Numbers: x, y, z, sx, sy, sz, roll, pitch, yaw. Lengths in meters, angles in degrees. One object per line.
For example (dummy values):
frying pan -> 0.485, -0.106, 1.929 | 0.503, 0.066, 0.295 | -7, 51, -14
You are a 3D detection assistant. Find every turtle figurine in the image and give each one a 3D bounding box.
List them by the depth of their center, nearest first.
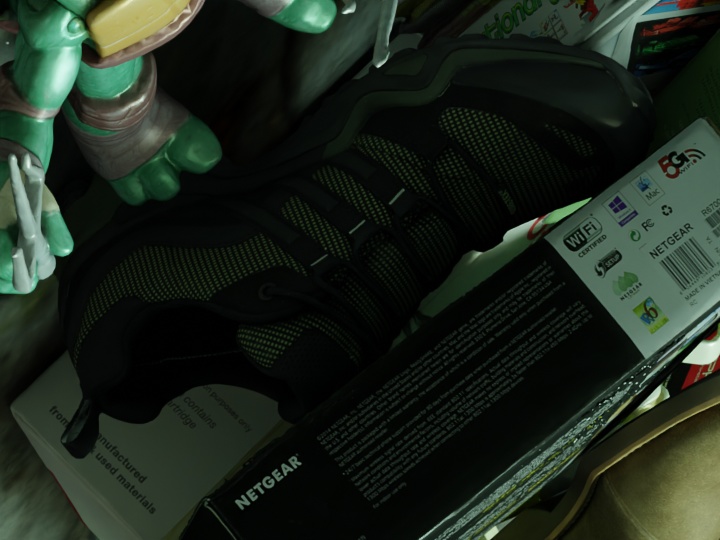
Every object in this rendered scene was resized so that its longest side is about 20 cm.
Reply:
turtle figurine -> -0.051, -0.070, 0.781 | 0.149, 0.101, 0.200 | -33, 178, 2

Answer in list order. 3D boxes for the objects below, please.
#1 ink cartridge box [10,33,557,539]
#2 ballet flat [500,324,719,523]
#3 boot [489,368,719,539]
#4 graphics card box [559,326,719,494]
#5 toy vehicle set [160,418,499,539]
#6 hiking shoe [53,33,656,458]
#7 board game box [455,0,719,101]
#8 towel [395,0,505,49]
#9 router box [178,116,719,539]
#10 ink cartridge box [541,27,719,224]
ink cartridge box -> -0.016, 0.029, 1.087 | 0.200, 0.084, 0.145 | -44, 161, -11
ballet flat -> 0.087, 0.027, 1.044 | 0.200, 0.067, 0.067 | -52, 156, -37
boot -> 0.106, 0.084, 0.968 | 0.073, 0.076, 0.200 | -19, 161, -28
graphics card box -> 0.096, 0.033, 1.173 | 0.199, 0.051, 0.126 | -10, -137, 44
toy vehicle set -> -0.016, 0.105, 1.061 | 0.124, 0.027, 0.200 | -45, 159, -6
hiking shoe -> 0.000, 0.000, 0.908 | 0.199, 0.101, 0.076 | -19, 142, 16
board game box -> 0.137, -0.085, 0.966 | 0.199, 0.035, 0.126 | -5, 160, -36
towel -> 0.123, -0.109, 0.978 | 0.199, 0.023, 0.143 | -4, 159, -39
router box -> 0.027, 0.052, 0.900 | 0.200, 0.051, 0.149 | -36, 170, -25
ink cartridge box -> 0.145, -0.036, 0.962 | 0.103, 0.060, 0.200 | -10, 162, -23
